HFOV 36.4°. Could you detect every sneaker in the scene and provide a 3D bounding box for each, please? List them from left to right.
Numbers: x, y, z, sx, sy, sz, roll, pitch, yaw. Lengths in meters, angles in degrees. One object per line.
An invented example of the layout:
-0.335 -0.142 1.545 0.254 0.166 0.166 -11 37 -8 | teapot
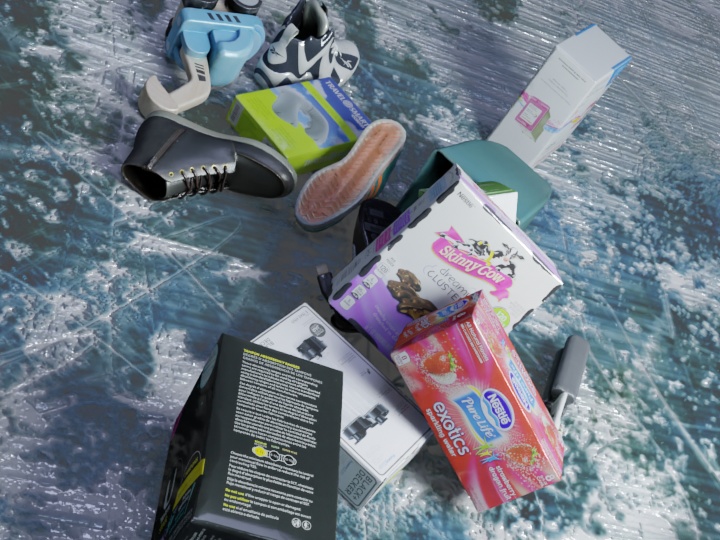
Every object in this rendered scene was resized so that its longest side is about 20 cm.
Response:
-0.180 -0.110 1.302 0.199 0.075 0.106 19 46 -2 | sneaker
-0.054 -0.326 1.544 0.199 0.130 0.080 -18 61 -43 | sneaker
-0.011 -0.106 1.405 0.071 0.080 0.200 35 61 17 | sneaker

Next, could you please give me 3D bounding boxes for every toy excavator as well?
-0.207 -0.279 1.438 0.194 0.100 0.201 -1 59 -32 | toy excavator

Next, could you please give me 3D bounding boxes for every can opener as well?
0.231 0.144 1.315 0.066 0.053 0.200 34 40 3 | can opener

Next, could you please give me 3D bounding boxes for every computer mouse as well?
0.000 0.000 1.322 0.140 0.046 0.201 9 57 -31 | computer mouse

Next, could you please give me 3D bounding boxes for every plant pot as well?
0.160 -0.084 1.437 0.141 0.141 0.200 43 35 13 | plant pot

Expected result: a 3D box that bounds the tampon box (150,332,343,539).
-0.103 0.189 0.983 0.126 0.150 0.200 19 42 -16 | tampon box

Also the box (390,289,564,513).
0.125 0.135 1.145 0.200 0.099 0.095 62 18 -9 | box

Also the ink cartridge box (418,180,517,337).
0.122 0.001 1.294 0.103 0.201 0.059 -9 21 -25 | ink cartridge box

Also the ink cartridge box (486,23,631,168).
0.296 -0.256 1.646 0.085 0.200 0.144 45 42 9 | ink cartridge box

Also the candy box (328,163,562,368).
0.092 0.013 1.209 0.168 0.200 0.072 43 15 -12 | candy box

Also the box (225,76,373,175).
-0.066 -0.195 1.471 0.200 0.048 0.122 -21 63 -43 | box

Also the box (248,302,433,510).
-0.030 0.140 1.148 0.200 0.060 0.117 41 41 11 | box
